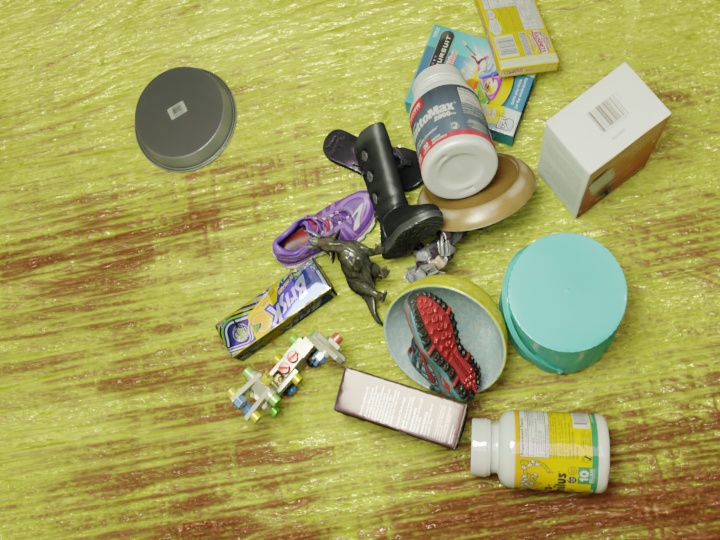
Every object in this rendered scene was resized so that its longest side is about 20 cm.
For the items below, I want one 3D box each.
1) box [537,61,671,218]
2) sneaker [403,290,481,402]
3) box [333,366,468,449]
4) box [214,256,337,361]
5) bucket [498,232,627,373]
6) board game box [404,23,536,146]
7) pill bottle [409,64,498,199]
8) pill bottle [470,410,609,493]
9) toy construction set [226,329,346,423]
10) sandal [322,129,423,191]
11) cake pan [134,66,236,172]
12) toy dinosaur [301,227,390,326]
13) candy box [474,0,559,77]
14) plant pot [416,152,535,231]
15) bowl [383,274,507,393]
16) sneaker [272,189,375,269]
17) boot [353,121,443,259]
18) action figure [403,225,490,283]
[{"bbox_3d":[0.369,-0.194,1.247,0.151,0.200,0.107,-37,73,-1],"label":"box"},{"bbox_3d":[0.097,0.115,1.172,0.094,0.202,0.080,0,39,41],"label":"sneaker"},{"bbox_3d":[0.064,0.215,1.250,0.196,0.100,0.077,17,80,13],"label":"box"},{"bbox_3d":[-0.137,0.065,1.332,0.198,0.070,0.065,-35,76,0],"label":"box"},{"bbox_3d":[0.308,0.047,1.233,0.202,0.135,0.212,-2,75,8],"label":"bucket"},{"bbox_3d":[0.193,-0.319,1.383,0.196,0.047,0.154,20,80,12],"label":"board game box"},{"bbox_3d":[0.138,-0.224,1.261,0.117,0.121,0.203,-13,50,5],"label":"pill bottle"},{"bbox_3d":[0.263,0.267,1.200,0.195,0.113,0.116,1,77,8],"label":"pill bottle"},{"bbox_3d":[-0.113,0.155,1.275,0.198,0.131,0.093,-35,75,-1],"label":"toy construction set"},{"bbox_3d":[0.024,-0.188,1.380,0.196,0.043,0.078,17,80,12],"label":"sandal"},{"bbox_3d":[-0.323,-0.280,1.459,0.195,0.037,0.205,-2,76,9],"label":"cake pan"},{"bbox_3d":[0.000,0.000,1.309,0.077,0.102,0.201,-46,119,-17],"label":"toy dinosaur"},{"bbox_3d":[0.261,-0.414,1.370,0.100,0.027,0.204,-7,58,-5],"label":"candy box"},{"bbox_3d":[0.180,-0.134,1.287,0.196,0.028,0.202,-15,35,11],"label":"plant pot"},{"bbox_3d":[0.142,0.082,1.254,0.196,0.204,0.108,19,36,13],"label":"bowl"},{"bbox_3d":[-0.058,-0.069,1.345,0.198,0.084,0.082,-33,74,-1],"label":"sneaker"},{"bbox_3d":[0.055,-0.141,1.271,0.064,0.165,0.205,-3,72,-29],"label":"boot"},{"bbox_3d":[0.133,-0.050,1.301,0.200,0.129,0.070,-47,113,-17],"label":"action figure"}]
